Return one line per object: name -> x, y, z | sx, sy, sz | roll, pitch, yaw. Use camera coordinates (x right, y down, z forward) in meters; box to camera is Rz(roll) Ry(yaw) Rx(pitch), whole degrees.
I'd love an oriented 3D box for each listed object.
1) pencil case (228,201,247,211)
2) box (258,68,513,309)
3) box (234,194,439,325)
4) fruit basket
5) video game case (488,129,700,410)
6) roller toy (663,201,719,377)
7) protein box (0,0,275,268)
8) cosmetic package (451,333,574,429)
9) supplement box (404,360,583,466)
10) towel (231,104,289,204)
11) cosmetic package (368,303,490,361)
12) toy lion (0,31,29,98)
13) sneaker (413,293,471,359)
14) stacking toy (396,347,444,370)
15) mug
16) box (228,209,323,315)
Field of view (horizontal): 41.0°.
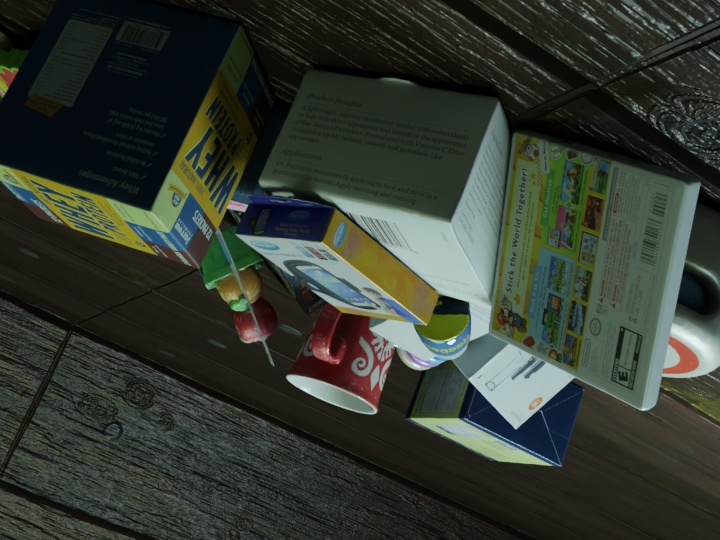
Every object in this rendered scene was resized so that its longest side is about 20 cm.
pencil case -> -0.088, -0.088, 1.129 | 0.199, 0.088, 0.087 | 20, 163, 9
box -> 0.043, -0.076, 0.926 | 0.198, 0.131, 0.200 | 14, 162, 26
box -> -0.027, -0.010, 0.923 | 0.119, 0.042, 0.200 | 6, 159, 43
fruit basket -> -0.169, 0.043, 1.363 | 0.093, 0.201, 0.185 | -17, 179, -7
video game case -> 0.193, -0.005, 0.835 | 0.023, 0.201, 0.182 | -13, -153, -37
roller toy -> 0.267, 0.019, 0.925 | 0.200, 0.140, 0.182 | 8, 157, 40
protein box -> -0.221, -0.140, 0.938 | 0.198, 0.201, 0.135 | 17, 162, 16
cosmetic package -> 0.214, 0.111, 1.242 | 0.052, 0.151, 0.200 | 52, -176, 37
supplement box -> 0.218, 0.222, 1.597 | 0.200, 0.135, 0.200 | 28, 162, -19
towel -> -0.154, -0.134, 1.024 | 0.199, 0.112, 0.049 | 17, 163, 16
cosmetic package -> 0.113, 0.029, 1.143 | 0.102, 0.074, 0.200 | 33, 139, -30
toy lion -> -0.367, -0.199, 1.131 | 0.191, 0.069, 0.200 | 26, 164, 11
sneaker -> 0.075, 0.008, 1.042 | 0.074, 0.201, 0.082 | -14, 143, 10
stacking toy -> 0.138, 0.096, 1.437 | 0.085, 0.086, 0.200 | 29, 155, -23
mug -> 0.001, 0.076, 1.318 | 0.133, 0.201, 0.178 | 24, 162, -6
box -> -0.116, -0.029, 1.314 | 0.137, 0.038, 0.200 | 49, 172, 22
